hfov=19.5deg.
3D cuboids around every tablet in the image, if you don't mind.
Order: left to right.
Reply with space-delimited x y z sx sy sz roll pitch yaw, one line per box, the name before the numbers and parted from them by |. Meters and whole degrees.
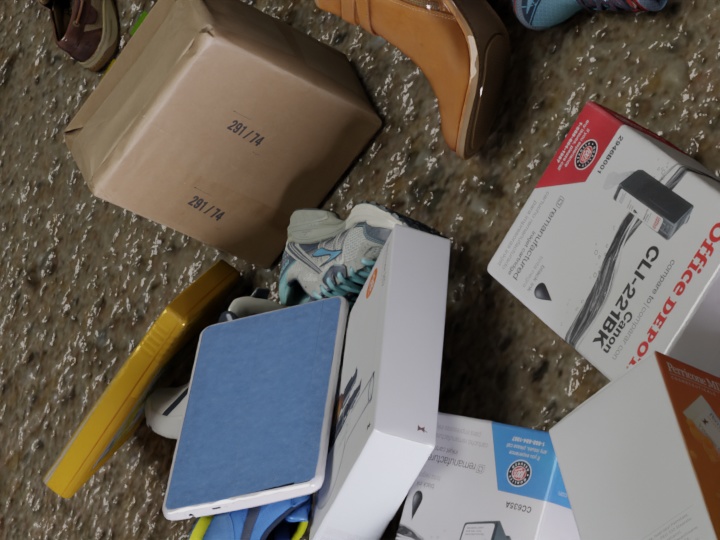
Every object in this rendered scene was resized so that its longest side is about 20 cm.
tablet | -0.077 0.102 1.584 0.130 0.014 0.201 -13 39 19

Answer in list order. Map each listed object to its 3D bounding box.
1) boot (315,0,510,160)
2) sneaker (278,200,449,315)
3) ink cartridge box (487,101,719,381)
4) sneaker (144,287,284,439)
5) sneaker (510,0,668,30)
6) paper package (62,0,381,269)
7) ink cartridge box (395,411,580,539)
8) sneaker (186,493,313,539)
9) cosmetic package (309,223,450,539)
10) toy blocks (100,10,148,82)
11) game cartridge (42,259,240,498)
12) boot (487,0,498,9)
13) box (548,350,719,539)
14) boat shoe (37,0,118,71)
boot | 0.032 -0.189 1.621 0.155 0.077 0.201 11 125 23
sneaker | 0.000 0.000 1.666 0.200 0.077 0.087 -6 62 61
ink cartridge box | 0.196 -0.004 1.415 0.145 0.084 0.200 -59 38 11
sneaker | -0.102 0.078 1.727 0.199 0.079 0.130 5 91 51
sneaker | 0.188 -0.227 1.540 0.200 0.079 0.096 -35 50 36
paper package | -0.117 -0.123 1.767 0.191 0.199 0.104 -50 41 22
ink cartridge box | 0.095 0.210 1.438 0.146 0.086 0.201 5 75 52
sneaker | -0.057 0.163 1.574 0.078 0.066 0.200 9 48 25
cosmetic package | 0.015 0.089 1.543 0.151 0.051 0.201 119 164 -44
toy blocks | -0.138 -0.167 1.880 0.200 0.136 0.100 -58 35 3
game cartridge | -0.183 0.089 1.803 0.200 0.032 0.176 -52 -1 21
boot | 0.076 -0.292 1.686 0.211 0.079 0.158 -55 37 39
box | 0.211 0.169 1.279 0.097 0.124 0.201 -41 45 31
boat shoe | -0.304 -0.298 2.191 0.072 0.072 0.201 -39 46 33
